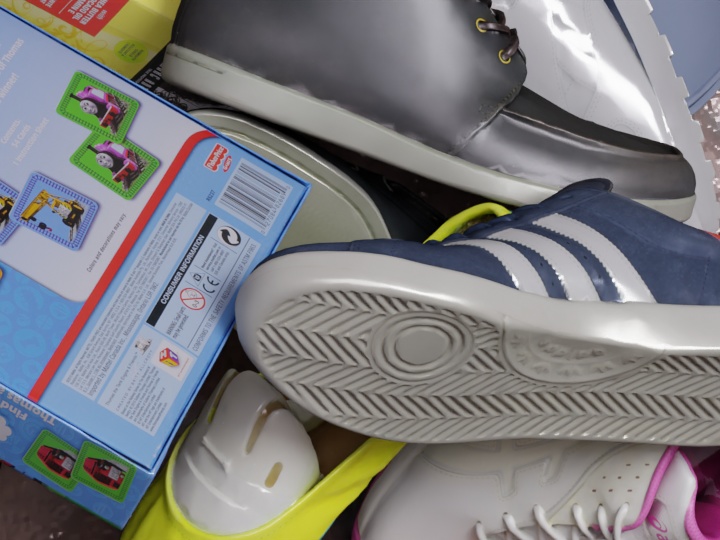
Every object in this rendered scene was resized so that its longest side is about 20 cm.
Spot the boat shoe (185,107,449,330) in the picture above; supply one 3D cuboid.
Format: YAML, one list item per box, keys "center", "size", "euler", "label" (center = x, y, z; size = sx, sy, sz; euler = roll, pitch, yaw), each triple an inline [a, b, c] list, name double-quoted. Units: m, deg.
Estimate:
- center: [0.002, -0.001, 1.108]
  size: [0.199, 0.066, 0.075]
  euler: [33, 114, -18]
  label: "boat shoe"

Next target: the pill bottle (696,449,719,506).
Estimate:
- center: [0.161, 0.111, 1.098]
  size: [0.110, 0.111, 0.201]
  euler: [29, 74, 1]
  label: "pill bottle"

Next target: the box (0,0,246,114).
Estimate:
- center: [-0.119, -0.111, 1.100]
  size: [0.199, 0.075, 0.050]
  euler: [28, 49, -25]
  label: "box"

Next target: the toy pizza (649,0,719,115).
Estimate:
- center: [0.074, -0.143, 1.180]
  size: [0.199, 0.032, 0.201]
  euler: [2, 84, -22]
  label: "toy pizza"

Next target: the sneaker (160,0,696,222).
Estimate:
- center: [0.037, -0.087, 1.058]
  size: [0.199, 0.075, 0.107]
  euler: [18, 96, -5]
  label: "sneaker"

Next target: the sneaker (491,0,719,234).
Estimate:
- center: [0.070, -0.083, 1.125]
  size: [0.080, 0.076, 0.201]
  euler: [-28, 93, -8]
  label: "sneaker"

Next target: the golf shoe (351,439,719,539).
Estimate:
- center: [0.082, 0.075, 1.059]
  size: [0.200, 0.075, 0.092]
  euler: [-34, 42, 20]
  label: "golf shoe"

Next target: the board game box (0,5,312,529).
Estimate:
- center: [-0.131, -0.024, 0.954]
  size: [0.199, 0.037, 0.152]
  euler: [31, 43, -3]
  label: "board game box"

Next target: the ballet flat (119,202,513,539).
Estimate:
- center: [-0.014, 0.045, 1.031]
  size: [0.200, 0.067, 0.067]
  euler: [-38, 58, -10]
  label: "ballet flat"

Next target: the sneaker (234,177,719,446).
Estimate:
- center: [0.050, 0.006, 0.983]
  size: [0.199, 0.075, 0.085]
  euler: [9, 47, -22]
  label: "sneaker"
